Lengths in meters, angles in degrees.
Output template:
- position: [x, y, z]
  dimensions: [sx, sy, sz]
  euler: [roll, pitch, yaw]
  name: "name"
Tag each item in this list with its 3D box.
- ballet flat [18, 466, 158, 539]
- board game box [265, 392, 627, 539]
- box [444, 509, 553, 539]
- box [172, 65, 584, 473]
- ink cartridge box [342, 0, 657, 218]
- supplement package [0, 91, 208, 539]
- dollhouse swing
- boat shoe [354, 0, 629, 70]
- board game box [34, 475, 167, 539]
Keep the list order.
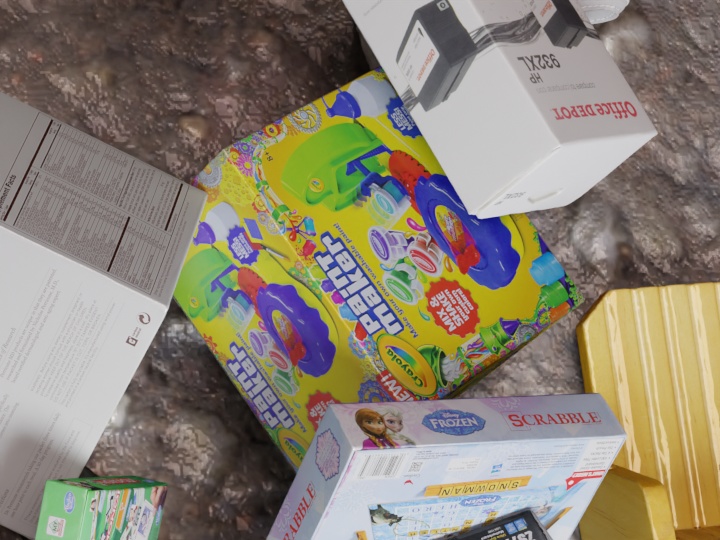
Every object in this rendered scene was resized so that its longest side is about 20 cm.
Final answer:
- position: [-0.148, 0.179, 1.639]
  dimensions: [0.200, 0.057, 0.066]
  euler: [45, 69, 0]
  name: "ballet flat"
- position: [0.038, 0.162, 1.612]
  dimensions: [0.199, 0.200, 0.041]
  euler: [0, 41, -32]
  name: "board game box"
- position: [0.023, 0.241, 1.614]
  dimensions: [0.199, 0.160, 0.049]
  euler: [-17, 51, -18]
  name: "box"
- position: [0.000, 0.000, 1.677]
  dimensions: [0.192, 0.122, 0.201]
  euler: [-32, 84, -44]
  name: "box"
- position: [0.083, -0.143, 1.695]
  dimensions: [0.145, 0.084, 0.201]
  euler: [-10, 66, -58]
  name: "ink cartridge box"
- position: [-0.227, 0.015, 1.570]
  dimensions: [0.199, 0.192, 0.147]
  euler: [26, 29, -8]
  name: "supplement package"
- position: [0.254, 0.102, 1.740]
  dimensions: [0.198, 0.182, 0.177]
  euler: [-3, 95, -18]
  name: "dollhouse swing"
- position: [0.096, -0.167, 1.818]
  dimensions: [0.198, 0.072, 0.069]
  euler: [-6, 78, -20]
  name: "boat shoe"
- position: [-0.166, 0.222, 1.550]
  dimensions: [0.029, 0.134, 0.202]
  euler: [11, 90, 17]
  name: "board game box"
